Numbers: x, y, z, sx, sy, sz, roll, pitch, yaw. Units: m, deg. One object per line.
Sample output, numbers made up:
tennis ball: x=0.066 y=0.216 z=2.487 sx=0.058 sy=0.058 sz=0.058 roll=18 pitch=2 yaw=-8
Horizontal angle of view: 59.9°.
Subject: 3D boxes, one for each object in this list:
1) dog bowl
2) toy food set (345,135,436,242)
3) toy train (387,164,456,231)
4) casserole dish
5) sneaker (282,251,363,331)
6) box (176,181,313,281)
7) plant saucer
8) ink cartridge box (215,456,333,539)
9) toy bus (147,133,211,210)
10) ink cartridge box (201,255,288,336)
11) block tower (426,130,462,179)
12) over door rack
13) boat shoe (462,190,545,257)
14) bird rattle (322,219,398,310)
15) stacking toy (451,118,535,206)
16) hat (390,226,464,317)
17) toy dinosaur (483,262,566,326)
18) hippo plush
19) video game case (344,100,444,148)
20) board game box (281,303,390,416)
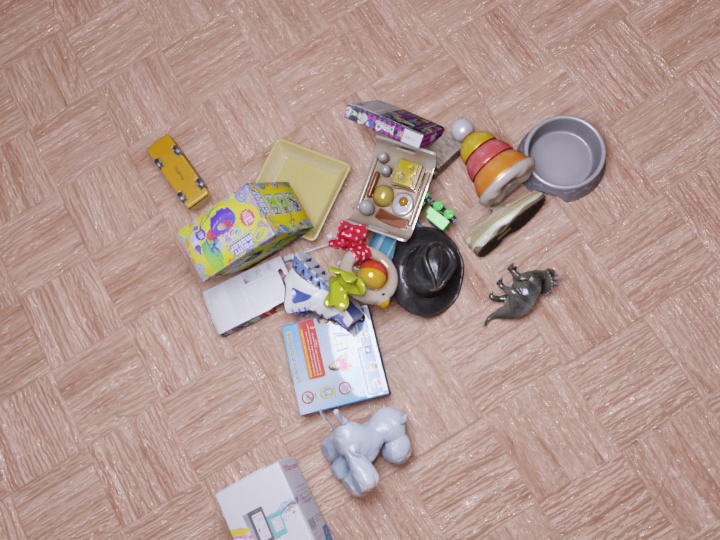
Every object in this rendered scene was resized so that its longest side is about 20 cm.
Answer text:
dog bowl: x=0.452 y=-0.255 z=1.396 sx=0.200 sy=0.059 sz=0.201 roll=-2 pitch=78 yaw=7
toy food set: x=0.065 y=-0.175 z=1.332 sx=0.143 sy=0.060 sz=0.200 roll=20 pitch=90 yaw=17
toy train: x=0.123 y=-0.158 z=1.371 sx=0.200 sy=0.042 sz=0.056 roll=40 pitch=96 yaw=14
casserole dish: x=0.081 y=-0.042 z=1.374 sx=0.121 sy=0.039 sz=0.200 roll=31 pitch=73 yaw=-11
sneaker: x=-0.095 y=0.066 z=1.338 sx=0.199 sy=0.081 sz=0.115 roll=45 pitch=111 yaw=14
box: x=-0.241 y=-0.086 z=1.336 sx=0.200 sy=0.193 sz=0.122 roll=-30 pitch=88 yaw=21
plant saucer: x=-0.145 y=-0.184 z=1.456 sx=0.200 sy=0.048 sz=0.200 roll=23 pitch=80 yaw=15
ink cartridge box: x=-0.169 y=0.501 z=1.256 sx=0.146 sy=0.147 sz=0.200 roll=-28 pitch=75 yaw=1
toy bus: x=-0.428 y=-0.230 z=1.490 sx=0.065 sy=0.078 sz=0.200 roll=-37 pitch=76 yaw=-3
ink cartridge box: x=-0.245 y=0.058 z=1.417 sx=0.200 sy=0.050 sz=0.109 roll=-26 pitch=75 yaw=0
block tower: x=0.151 y=-0.233 z=1.430 sx=0.200 sy=0.054 sz=0.058 roll=-41 pitch=77 yaw=-3
over door rack: x=-0.066 y=0.001 z=1.398 sx=0.200 sy=0.067 sz=0.148 roll=-22 pitch=75 yaw=2
boat shoe: x=0.313 y=-0.120 z=1.381 sx=0.200 sy=0.072 sz=0.076 roll=-37 pitch=60 yaw=-4
bird rattle: x=0.000 y=0.000 z=1.287 sx=0.163 sy=0.113 sz=0.200 roll=26 pitch=44 yaw=-13
stacking toy: x=0.266 y=-0.253 z=1.356 sx=0.146 sy=0.146 sz=0.200 roll=-36 pitch=77 yaw=-2
hat: x=0.157 y=-0.001 z=1.331 sx=0.200 sy=0.081 sz=0.201 roll=3 pitch=82 yaw=-23
toy dinosaur: x=0.340 y=0.050 z=1.332 sx=0.102 sy=0.077 sz=0.200 roll=40 pitch=82 yaw=20
hippo plush: x=0.015 y=0.347 z=1.292 sx=0.161 sy=0.159 sz=0.200 roll=-21 pitch=90 yaw=-29
video game case: x=0.080 y=-0.331 z=1.396 sx=0.181 sy=0.200 sz=0.036 roll=25 pitch=113 yaw=11
board game box: x=-0.053 y=0.195 z=1.358 sx=0.195 sy=0.056 sz=0.200 roll=-14 pitch=76 yaw=4
